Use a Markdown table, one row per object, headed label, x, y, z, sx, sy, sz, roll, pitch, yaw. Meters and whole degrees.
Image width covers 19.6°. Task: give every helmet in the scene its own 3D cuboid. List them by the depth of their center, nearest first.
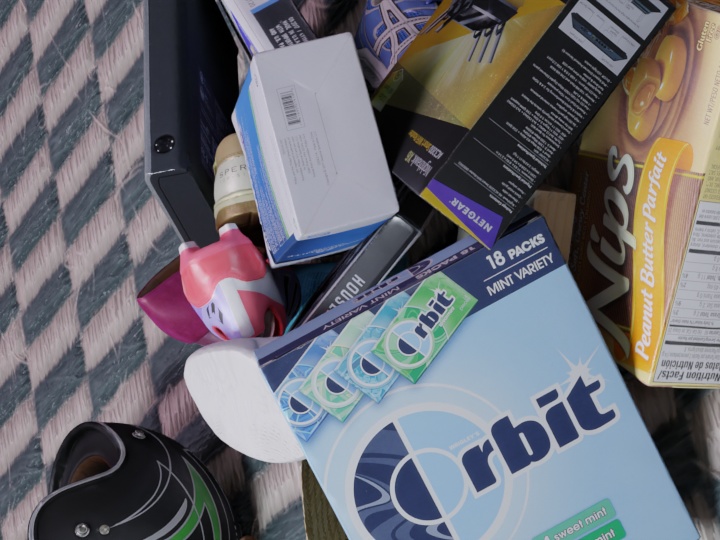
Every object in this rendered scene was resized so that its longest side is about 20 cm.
| label | x | y | z | sx | sy | sz | roll | pitch | yaw |
| --- | --- | --- | --- | --- | --- | --- | --- | --- | --- |
| helmet | -0.181 | 0.218 | 1.575 | 0.200 | 0.191 | 0.201 | 22 | 131 | 28 |

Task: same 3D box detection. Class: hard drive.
| label | x | y | z | sx | sy | sz | roll | pitch | yaw |
| --- | --- | --- | --- | --- | --- | --- | --- | --- | --- |
| hard drive | -0.113 | -0.113 | 1.425 | 0.140 | 0.033 | 0.201 | 64 | -161 | -56 |

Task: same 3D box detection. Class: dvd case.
| label | x | y | z | sx | sy | sz | roll | pitch | yaw |
| --- | --- | --- | --- | --- | --- | --- | --- | --- | --- |
| dvd case | 0.000 | 0.000 | 1.320 | 0.200 | 0.025 | 0.150 | -52 | 3 | 35 |

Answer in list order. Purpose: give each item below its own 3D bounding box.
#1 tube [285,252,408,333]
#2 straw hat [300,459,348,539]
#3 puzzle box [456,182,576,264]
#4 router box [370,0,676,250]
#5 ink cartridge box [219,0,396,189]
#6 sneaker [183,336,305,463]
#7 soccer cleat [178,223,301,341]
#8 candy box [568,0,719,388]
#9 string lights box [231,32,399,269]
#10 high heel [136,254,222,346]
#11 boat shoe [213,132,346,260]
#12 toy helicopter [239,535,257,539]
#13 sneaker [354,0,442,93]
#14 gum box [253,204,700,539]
| label | x | y | z | sx | sy | sz | roll | pitch | yaw |
| --- | --- | --- | --- | --- | --- | --- | --- | --- | --- |
| tube | -0.026 | 0.024 | 1.470 | 0.200 | 0.050 | 0.078 | 3 | 100 | 55 |
| straw hat | 0.033 | 0.142 | 1.313 | 0.085 | 0.201 | 0.202 | -10 | 75 | 16 |
| puzzle box | 0.085 | 0.010 | 1.232 | 0.200 | 0.025 | 0.134 | -137 | 52 | -79 |
| router box | 0.075 | -0.108 | 1.142 | 0.157 | 0.052 | 0.200 | -53 | 17 | 3 |
| ink cartridge box | -0.042 | -0.127 | 1.445 | 0.198 | 0.043 | 0.200 | 57 | 175 | 44 |
| sneaker | -0.012 | 0.064 | 1.230 | 0.200 | 0.088 | 0.075 | 0 | 115 | 39 |
| soccer cleat | -0.072 | 0.026 | 1.357 | 0.200 | 0.067 | 0.077 | 59 | -170 | -76 |
| candy box | 0.169 | -0.049 | 1.133 | 0.115 | 0.055 | 0.201 | 38 | 121 | 57 |
| string lights box | -0.031 | -0.064 | 1.203 | 0.200 | 0.059 | 0.103 | 146 | 109 | -82 |
| high heel | -0.101 | -0.037 | 1.489 | 0.067 | 0.096 | 0.201 | -27 | 44 | 39 |
| boat shoe | -0.051 | -0.047 | 1.400 | 0.200 | 0.074 | 0.067 | 46 | -145 | -77 |
| toy helicopter | -0.025 | 0.237 | 1.343 | 0.079 | 0.200 | 0.132 | -31 | 29 | 10 |
| sneaker | 0.045 | -0.146 | 1.329 | 0.200 | 0.075 | 0.077 | 20 | 105 | 60 |
| gum box | 0.063 | 0.093 | 1.116 | 0.200 | 0.170 | 0.045 | 62 | 178 | -13 |
